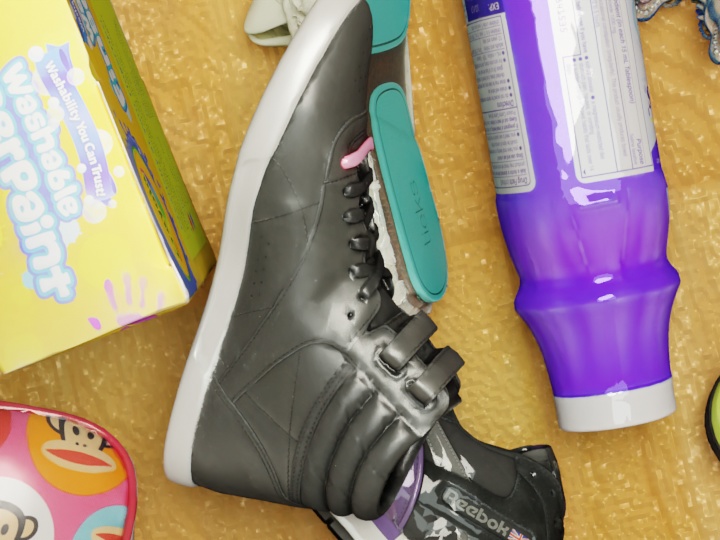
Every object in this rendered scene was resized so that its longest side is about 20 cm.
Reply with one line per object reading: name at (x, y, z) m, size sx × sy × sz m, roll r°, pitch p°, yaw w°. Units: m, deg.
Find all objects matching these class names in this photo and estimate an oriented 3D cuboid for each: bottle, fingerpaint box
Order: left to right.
fingerpaint box at (-0.125, -0.075, 0.868) m, size 0.073 × 0.167 × 0.201 m, roll -22°, pitch 95°, yaw 1°
bottle at (0.083, -0.040, 0.925) m, size 0.065 × 0.084 × 0.201 m, roll -10°, pitch 93°, yaw -3°

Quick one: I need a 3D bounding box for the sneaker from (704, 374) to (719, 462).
sneaker at (0.226, 0.083, 0.931) m, size 0.199 × 0.083 × 0.072 m, roll 22°, pitch 65°, yaw -4°

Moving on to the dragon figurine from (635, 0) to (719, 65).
dragon figurine at (0.157, -0.182, 0.934) m, size 0.059 × 0.099 × 0.201 m, roll 20°, pitch 73°, yaw -3°

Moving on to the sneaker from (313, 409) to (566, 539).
sneaker at (0.058, 0.115, 0.941) m, size 0.087 × 0.076 × 0.200 m, roll -41°, pitch 95°, yaw -6°

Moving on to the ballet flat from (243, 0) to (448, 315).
ballet flat at (-0.013, -0.074, 0.930) m, size 0.071 × 0.072 × 0.201 m, roll -7°, pitch 92°, yaw -3°

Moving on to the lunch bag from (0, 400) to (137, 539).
lunch bag at (-0.188, 0.130, 0.889) m, size 0.199 × 0.082 × 0.177 m, roll 13°, pitch 65°, yaw -5°

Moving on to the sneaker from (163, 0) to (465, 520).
sneaker at (0.000, 0.000, 0.873) m, size 0.099 × 0.071 × 0.201 m, roll 19°, pitch 108°, yaw 11°
